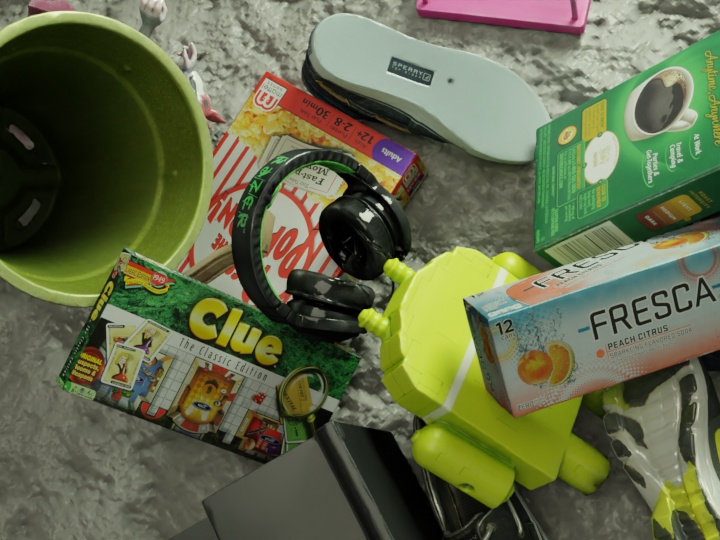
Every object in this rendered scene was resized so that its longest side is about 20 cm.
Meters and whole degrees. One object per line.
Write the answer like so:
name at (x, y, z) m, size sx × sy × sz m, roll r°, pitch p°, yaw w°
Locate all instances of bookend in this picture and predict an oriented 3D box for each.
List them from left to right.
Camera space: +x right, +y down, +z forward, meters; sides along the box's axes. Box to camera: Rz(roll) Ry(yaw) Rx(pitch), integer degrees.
bookend at (-0.059, 0.190, 0.743) m, size 0.198 × 0.200 × 0.092 m, roll -30°, pitch 76°, yaw 4°

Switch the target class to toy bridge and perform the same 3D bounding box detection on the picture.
toy bridge at (-0.151, -0.007, 0.855) m, size 0.200 × 0.027 × 0.067 m, roll -6°, pitch 63°, yaw 32°

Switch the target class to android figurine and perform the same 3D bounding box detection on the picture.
android figurine at (0.091, 0.065, 0.768) m, size 0.200 × 0.041 × 0.182 m, roll 32°, pitch 56°, yaw -10°

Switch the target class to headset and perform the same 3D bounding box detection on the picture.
headset at (0.000, 0.000, 0.792) m, size 0.094 × 0.200 × 0.124 m, roll 9°, pitch 64°, yaw 48°

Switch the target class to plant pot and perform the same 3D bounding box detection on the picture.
plant pot at (-0.244, -0.074, 0.833) m, size 0.190 × 0.200 × 0.201 m, roll -1°, pitch 72°, yaw 50°

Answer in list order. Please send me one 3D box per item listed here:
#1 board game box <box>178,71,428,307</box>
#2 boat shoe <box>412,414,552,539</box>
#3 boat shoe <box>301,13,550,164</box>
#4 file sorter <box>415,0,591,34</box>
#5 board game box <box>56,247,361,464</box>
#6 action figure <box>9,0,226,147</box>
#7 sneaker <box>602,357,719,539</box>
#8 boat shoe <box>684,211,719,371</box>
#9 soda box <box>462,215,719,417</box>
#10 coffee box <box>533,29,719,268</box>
board game box at (-0.064, -0.036, 0.892) m, size 0.151 × 0.046 × 0.200 m, roll 30°, pitch 85°, yaw 21°
boat shoe at (0.082, 0.181, 0.772) m, size 0.072 × 0.071 × 0.200 m, roll -39°, pitch 61°, yaw 27°
boat shoe at (0.049, -0.138, 0.883) m, size 0.200 × 0.091 × 0.071 m, roll 24°, pitch 82°, yaw -8°
file sorter at (0.121, -0.310, 0.876) m, size 0.139 × 0.125 × 0.200 m, roll 11°, pitch 78°, yaw 17°
board game box at (-0.102, 0.070, 0.804) m, size 0.023 × 0.200 × 0.105 m, roll 25°, pitch 89°, yaw 60°
action figure at (-0.202, -0.148, 0.914) m, size 0.200 × 0.134 × 0.149 m, roll 30°, pitch 85°, yaw 23°
sneaker at (0.223, 0.131, 0.753) m, size 0.074 × 0.085 × 0.200 m, roll -26°, pitch 62°, yaw 38°
boat shoe at (0.239, -0.030, 0.792) m, size 0.068 × 0.084 × 0.200 m, roll -5°, pitch 72°, yaw 17°
soda box at (0.170, 0.024, 0.708) m, size 0.200 × 0.064 × 0.069 m, roll -17°, pitch 103°, yaw -7°
coffee box at (0.208, -0.085, 0.762) m, size 0.200 × 0.044 × 0.123 m, roll -28°, pitch 41°, yaw 37°
